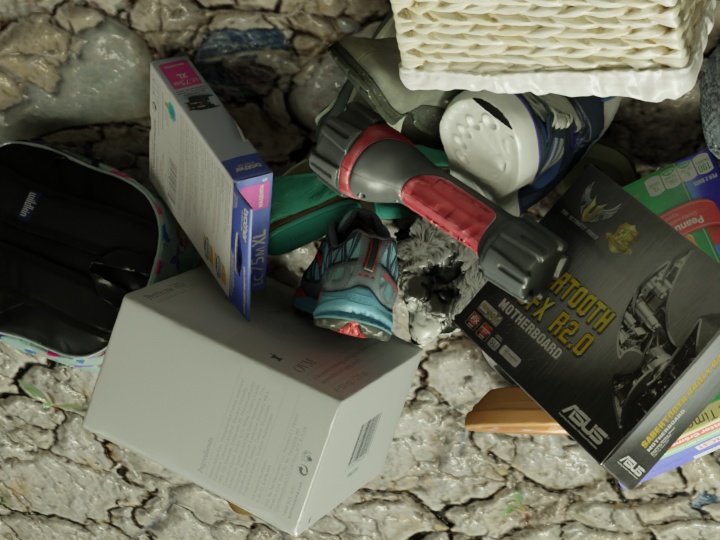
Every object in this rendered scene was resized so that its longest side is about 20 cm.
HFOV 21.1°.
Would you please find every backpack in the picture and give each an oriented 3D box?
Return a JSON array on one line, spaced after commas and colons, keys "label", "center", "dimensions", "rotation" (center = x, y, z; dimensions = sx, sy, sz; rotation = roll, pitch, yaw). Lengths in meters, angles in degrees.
[{"label": "backpack", "center": [-0.237, -0.003, 1.652], "dimensions": [0.198, 0.179, 0.150], "rotation": [16, 172, 30]}]

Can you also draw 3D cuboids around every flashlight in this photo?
[{"label": "flashlight", "center": [0.055, -0.047, 1.397], "dimensions": [0.199, 0.068, 0.068], "rotation": [36, 169, 26]}]

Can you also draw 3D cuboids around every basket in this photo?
[{"label": "basket", "center": [0.126, -0.233, 1.225], "dimensions": [0.198, 0.199, 0.162], "rotation": [4, 139, 19]}]

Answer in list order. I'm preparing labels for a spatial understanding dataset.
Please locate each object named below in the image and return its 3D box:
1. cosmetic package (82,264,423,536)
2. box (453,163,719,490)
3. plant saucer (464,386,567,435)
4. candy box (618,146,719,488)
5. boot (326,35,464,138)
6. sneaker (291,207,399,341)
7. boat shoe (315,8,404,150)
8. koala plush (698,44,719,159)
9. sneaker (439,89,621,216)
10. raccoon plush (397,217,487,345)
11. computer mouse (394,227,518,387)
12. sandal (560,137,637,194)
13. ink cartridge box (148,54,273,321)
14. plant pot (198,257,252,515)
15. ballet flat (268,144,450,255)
[{"label": "cosmetic package", "center": [-0.083, 0.093, 1.559], "dimensions": [0.198, 0.199, 0.124], "rotation": [23, 106, 15]}, {"label": "box", "center": [0.178, 0.036, 1.373], "dimensions": [0.159, 0.200, 0.048], "rotation": [-49, 132, 4]}, {"label": "plant saucer", "center": [0.192, 0.126, 1.719], "dimensions": [0.198, 0.038, 0.200], "rotation": [1, 172, 0]}, {"label": "candy box", "center": [0.232, 0.037, 1.460], "dimensions": [0.168, 0.202, 0.077], "rotation": [-25, 158, 10]}, {"label": "boot", "center": [0.060, -0.166, 1.354], "dimensions": [0.131, 0.200, 0.068], "rotation": [-43, 75, 14]}, {"label": "sneaker", "center": [0.000, 0.000, 1.526], "dimensions": [0.078, 0.097, 0.200], "rotation": [14, -179, -11]}, {"label": "boat shoe", "center": [0.019, -0.157, 1.467], "dimensions": [0.072, 0.062, 0.201], "rotation": [8, 129, -31]}, {"label": "koala plush", "center": [0.317, -0.060, 1.362], "dimensions": [0.182, 0.201, 0.178], "rotation": [18, 144, -1]}, {"label": "sneaker", "center": [0.133, -0.121, 1.413], "dimensions": [0.080, 0.147, 0.200], "rotation": [39, 164, 15]}, {"label": "raccoon plush", "center": [0.105, -0.019, 1.580], "dimensions": [0.097, 0.200, 0.134], "rotation": [50, -175, 8]}, {"label": "computer mouse", "center": [0.118, 0.025, 1.685], "dimensions": [0.109, 0.044, 0.201], "rotation": [-14, 127, 29]}, {"label": "sandal", "center": [0.198, -0.026, 1.572], "dimensions": [0.079, 0.058, 0.202], "rotation": [-2, 140, 24]}, {"label": "ink cartridge box", "center": [-0.115, -0.067, 1.534], "dimensions": [0.042, 0.201, 0.120], "rotation": [-14, 134, -21]}, {"label": "plant pot", "center": [-0.104, 0.087, 1.757], "dimensions": [0.185, 0.187, 0.201], "rotation": [-21, 115, 40]}, {"label": "ballet flat", "center": [-0.001, -0.073, 1.569], "dimensions": [0.198, 0.071, 0.068], "rotation": [-17, 152, -10]}]
